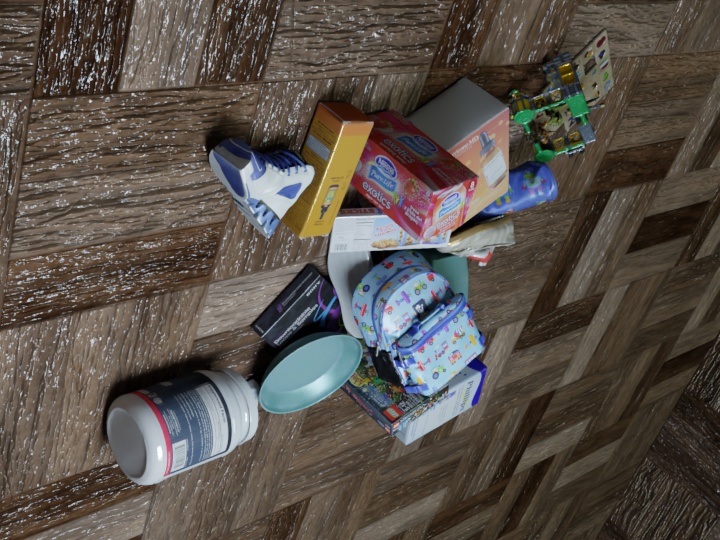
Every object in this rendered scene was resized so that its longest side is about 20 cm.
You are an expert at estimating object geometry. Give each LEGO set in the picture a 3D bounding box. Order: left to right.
[{"bbox_3d":[0.336,-0.294,1.830,0.154,0.116,0.200,-24,146,23],"label":"LEGO set"}]

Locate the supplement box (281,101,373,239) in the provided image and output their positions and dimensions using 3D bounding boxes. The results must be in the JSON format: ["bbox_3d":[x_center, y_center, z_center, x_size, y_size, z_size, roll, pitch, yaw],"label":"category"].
[{"bbox_3d":[-0.054,-0.146,1.528,0.067,0.069,0.200,-8,129,-46],"label":"supplement box"}]

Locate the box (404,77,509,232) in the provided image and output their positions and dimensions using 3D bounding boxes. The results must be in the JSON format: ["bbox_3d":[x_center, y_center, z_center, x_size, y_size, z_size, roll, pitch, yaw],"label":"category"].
[{"bbox_3d":[0.155,-0.184,1.703,0.152,0.106,0.200,-36,147,-19],"label":"box"}]

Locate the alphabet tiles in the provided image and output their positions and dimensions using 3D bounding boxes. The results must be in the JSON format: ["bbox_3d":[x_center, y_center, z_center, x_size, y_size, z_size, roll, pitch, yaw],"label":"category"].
[{"bbox_3d":[0.397,-0.331,1.937,0.200,0.008,0.167,-44,148,-7],"label":"alphabet tiles"}]

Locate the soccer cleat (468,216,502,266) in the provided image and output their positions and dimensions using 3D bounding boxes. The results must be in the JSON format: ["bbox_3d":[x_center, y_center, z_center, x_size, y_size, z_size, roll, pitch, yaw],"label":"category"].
[{"bbox_3d":[0.226,-0.067,1.916,0.200,0.069,0.085,-35,145,-66],"label":"soccer cleat"}]

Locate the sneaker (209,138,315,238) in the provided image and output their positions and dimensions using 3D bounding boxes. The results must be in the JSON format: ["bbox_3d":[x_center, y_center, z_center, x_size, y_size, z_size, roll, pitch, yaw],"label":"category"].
[{"bbox_3d":[-0.130,-0.139,1.442,0.115,0.081,0.199,-46,155,-12],"label":"sneaker"}]

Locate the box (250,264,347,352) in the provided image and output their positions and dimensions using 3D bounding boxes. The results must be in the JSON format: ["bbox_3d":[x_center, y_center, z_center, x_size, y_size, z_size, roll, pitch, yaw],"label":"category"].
[{"bbox_3d":[-0.087,0.087,1.764,0.143,0.036,0.200,-48,147,-2],"label":"box"}]

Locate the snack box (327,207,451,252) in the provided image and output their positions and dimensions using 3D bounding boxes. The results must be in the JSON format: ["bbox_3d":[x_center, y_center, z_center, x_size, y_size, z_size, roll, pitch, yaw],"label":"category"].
[{"bbox_3d":[0.049,-0.067,1.655,0.200,0.024,0.072,-3,130,-15],"label":"snack box"}]

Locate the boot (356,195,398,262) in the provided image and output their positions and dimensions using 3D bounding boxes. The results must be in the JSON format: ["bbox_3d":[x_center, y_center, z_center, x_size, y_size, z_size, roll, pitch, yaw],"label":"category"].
[{"bbox_3d":[0.065,-0.067,1.727,0.097,0.075,0.200,-23,145,0],"label":"boot"}]

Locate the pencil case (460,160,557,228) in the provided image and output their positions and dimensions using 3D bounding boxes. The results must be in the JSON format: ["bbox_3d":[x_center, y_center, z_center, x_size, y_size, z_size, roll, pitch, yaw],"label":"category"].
[{"bbox_3d":[0.248,-0.140,1.849,0.200,0.087,0.078,-16,172,-13],"label":"pencil case"}]

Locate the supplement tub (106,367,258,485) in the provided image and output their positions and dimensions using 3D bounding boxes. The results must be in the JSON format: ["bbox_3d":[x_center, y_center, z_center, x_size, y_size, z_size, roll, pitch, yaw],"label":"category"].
[{"bbox_3d":[-0.273,0.234,1.595,0.200,0.140,0.140,-16,136,-42],"label":"supplement tub"}]

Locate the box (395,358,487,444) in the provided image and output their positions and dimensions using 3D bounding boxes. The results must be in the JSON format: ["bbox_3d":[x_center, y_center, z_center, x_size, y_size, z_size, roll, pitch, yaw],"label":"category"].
[{"bbox_3d":[0.105,0.206,1.987,0.200,0.184,0.105,-24,139,-35],"label":"box"}]

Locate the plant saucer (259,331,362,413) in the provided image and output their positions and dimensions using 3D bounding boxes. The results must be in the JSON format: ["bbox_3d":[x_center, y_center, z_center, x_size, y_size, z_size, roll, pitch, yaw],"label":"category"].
[{"bbox_3d":[-0.091,0.168,1.779,0.200,0.036,0.200,-24,146,-17],"label":"plant saucer"}]

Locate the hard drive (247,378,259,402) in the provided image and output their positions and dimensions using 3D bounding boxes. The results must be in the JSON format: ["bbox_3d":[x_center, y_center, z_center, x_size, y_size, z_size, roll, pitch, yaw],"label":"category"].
[{"bbox_3d":[-0.263,0.272,1.755,0.200,0.027,0.132,-23,140,-36],"label":"hard drive"}]

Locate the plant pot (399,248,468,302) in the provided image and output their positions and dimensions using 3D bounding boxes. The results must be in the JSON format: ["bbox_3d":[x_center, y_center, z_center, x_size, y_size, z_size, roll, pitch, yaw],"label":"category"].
[{"bbox_3d":[0.107,0.044,1.863,0.141,0.141,0.200,-13,127,-43],"label":"plant pot"}]

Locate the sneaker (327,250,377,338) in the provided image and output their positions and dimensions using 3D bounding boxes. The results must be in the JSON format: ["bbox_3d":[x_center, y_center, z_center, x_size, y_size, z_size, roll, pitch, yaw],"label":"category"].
[{"bbox_3d":[0.000,0.000,1.758,0.116,0.074,0.200,-56,145,-58],"label":"sneaker"}]

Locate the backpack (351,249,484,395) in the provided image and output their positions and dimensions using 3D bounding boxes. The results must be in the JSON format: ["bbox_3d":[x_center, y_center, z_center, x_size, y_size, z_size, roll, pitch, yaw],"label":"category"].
[{"bbox_3d":[0.088,0.076,1.689,0.183,0.135,0.200,-34,118,-20],"label":"backpack"}]

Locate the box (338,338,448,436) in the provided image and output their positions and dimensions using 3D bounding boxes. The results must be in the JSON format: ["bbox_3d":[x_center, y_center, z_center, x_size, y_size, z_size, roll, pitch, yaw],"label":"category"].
[{"bbox_3d":[0.043,0.193,1.879,0.137,0.200,0.038,-31,142,-27],"label":"box"}]

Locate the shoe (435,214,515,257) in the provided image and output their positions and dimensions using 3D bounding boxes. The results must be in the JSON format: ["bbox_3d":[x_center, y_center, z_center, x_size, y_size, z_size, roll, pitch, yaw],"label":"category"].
[{"bbox_3d":[0.204,-0.053,1.793,0.200,0.070,0.053,-17,93,-44],"label":"shoe"}]

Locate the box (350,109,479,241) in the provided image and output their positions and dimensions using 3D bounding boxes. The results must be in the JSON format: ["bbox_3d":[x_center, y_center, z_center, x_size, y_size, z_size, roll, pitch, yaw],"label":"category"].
[{"bbox_3d":[0.066,-0.145,1.546,0.100,0.200,0.096,-20,140,-38],"label":"box"}]
